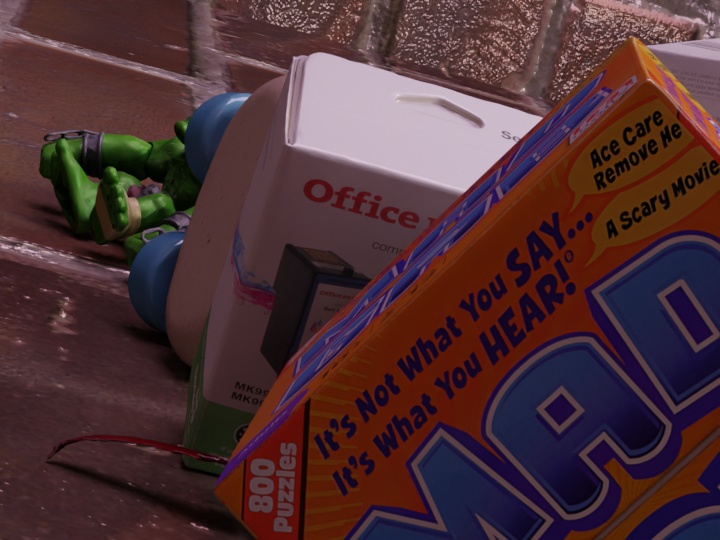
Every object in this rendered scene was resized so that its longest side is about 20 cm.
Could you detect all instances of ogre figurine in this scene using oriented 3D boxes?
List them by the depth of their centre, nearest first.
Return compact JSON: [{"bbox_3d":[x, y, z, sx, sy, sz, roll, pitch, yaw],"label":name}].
[{"bbox_3d":[-0.135,-0.053,1.517,0.119,0.099,0.200,-10,7,-26],"label":"ogre figurine"}]

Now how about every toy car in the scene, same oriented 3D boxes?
[{"bbox_3d":[0.000,0.000,1.291,0.199,0.178,0.184,24,-6,-29],"label":"toy car"}]

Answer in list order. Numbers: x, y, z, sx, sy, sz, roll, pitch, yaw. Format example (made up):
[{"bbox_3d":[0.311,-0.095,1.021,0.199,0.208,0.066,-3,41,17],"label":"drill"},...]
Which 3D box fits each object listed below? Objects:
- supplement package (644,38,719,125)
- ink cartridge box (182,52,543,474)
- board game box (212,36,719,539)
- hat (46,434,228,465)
[{"bbox_3d":[0.229,-0.027,1.303,0.119,0.202,0.121,13,14,33],"label":"supplement package"},{"bbox_3d":[0.008,0.013,1.072,0.144,0.201,0.088,15,34,-9],"label":"ink cartridge box"},{"bbox_3d":[0.096,0.061,0.815,0.200,0.200,0.200,46,11,-4],"label":"board game box"},{"bbox_3d":[0.007,0.090,1.038,0.200,0.166,0.176,50,-35,-14],"label":"hat"}]
